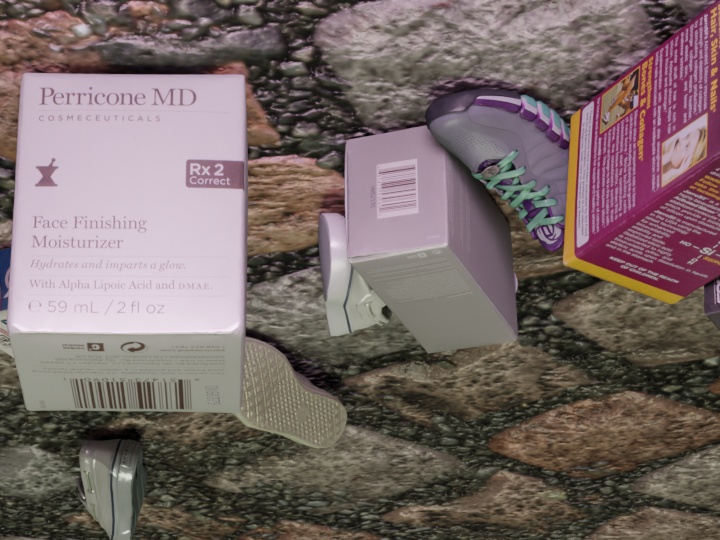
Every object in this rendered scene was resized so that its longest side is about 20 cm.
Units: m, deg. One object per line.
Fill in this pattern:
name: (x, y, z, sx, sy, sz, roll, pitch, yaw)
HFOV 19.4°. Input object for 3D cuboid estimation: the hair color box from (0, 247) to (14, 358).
hair color box: (-0.229, 0.014, 1.749, 0.199, 0.061, 0.100, -13, 153, 23)

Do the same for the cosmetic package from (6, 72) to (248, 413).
cosmetic package: (-0.162, -0.018, 1.515, 0.163, 0.202, 0.165, 0, 157, -4)

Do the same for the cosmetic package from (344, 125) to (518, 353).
cosmetic package: (0.058, -0.021, 1.638, 0.089, 0.108, 0.200, -9, 153, 14)

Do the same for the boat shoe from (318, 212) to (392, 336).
boat shoe: (0.000, 0.000, 1.736, 0.065, 0.074, 0.200, -6, 166, -1)

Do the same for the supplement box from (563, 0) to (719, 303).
supplement box: (0.237, -0.081, 1.474, 0.103, 0.132, 0.200, 19, 151, -22)

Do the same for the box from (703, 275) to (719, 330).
box: (0.362, 0.038, 1.553, 0.157, 0.049, 0.200, -13, 148, 29)

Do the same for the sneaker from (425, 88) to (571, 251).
sneaker: (0.128, -0.067, 1.559, 0.199, 0.088, 0.074, 21, 148, -40)

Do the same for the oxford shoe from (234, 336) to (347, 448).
oxford shoe: (-0.087, 0.114, 1.978, 0.058, 0.076, 0.200, 26, 174, 39)

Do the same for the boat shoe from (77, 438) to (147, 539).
boat shoe: (-0.264, 0.225, 2.218, 0.066, 0.074, 0.201, 14, 145, 2)
